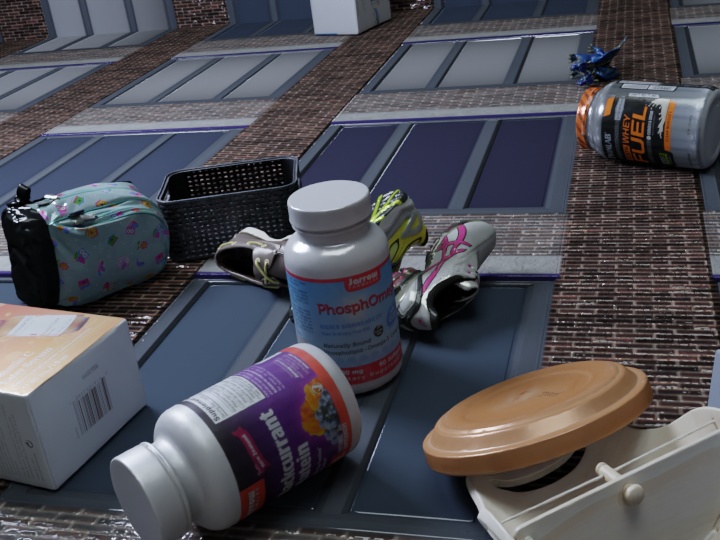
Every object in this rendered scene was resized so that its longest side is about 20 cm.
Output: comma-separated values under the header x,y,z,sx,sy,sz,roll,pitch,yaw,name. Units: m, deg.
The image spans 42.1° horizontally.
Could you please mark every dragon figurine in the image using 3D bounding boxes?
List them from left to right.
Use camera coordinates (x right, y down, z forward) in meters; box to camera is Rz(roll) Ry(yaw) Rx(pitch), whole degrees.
x,y,z,sx,sy,sz,roll,pitch,yaw,name
0.487,-0.418,1.884,0.199,0.059,0.099,-20,28,-23,dragon figurine

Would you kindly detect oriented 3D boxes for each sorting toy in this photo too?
x,y,z,sx,sy,sz,roll,pitch,yaw,name
0.170,0.170,0.715,0.199,0.107,0.180,-21,18,-14,sorting toy

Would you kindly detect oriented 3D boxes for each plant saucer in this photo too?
x,y,z,sx,sy,sz,roll,pitch,yaw,name
0.147,0.119,0.799,0.199,0.033,0.200,-20,4,1,plant saucer

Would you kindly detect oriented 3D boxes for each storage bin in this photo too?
x,y,z,sx,sy,sz,roll,pitch,yaw,name
-0.182,-0.092,1.355,0.199,0.094,0.135,-7,25,0,storage bin

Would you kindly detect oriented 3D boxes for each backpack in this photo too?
x,y,z,sx,sy,sz,roll,pitch,yaw,name
-0.358,-0.037,1.244,0.199,0.168,0.127,-22,48,-34,backpack

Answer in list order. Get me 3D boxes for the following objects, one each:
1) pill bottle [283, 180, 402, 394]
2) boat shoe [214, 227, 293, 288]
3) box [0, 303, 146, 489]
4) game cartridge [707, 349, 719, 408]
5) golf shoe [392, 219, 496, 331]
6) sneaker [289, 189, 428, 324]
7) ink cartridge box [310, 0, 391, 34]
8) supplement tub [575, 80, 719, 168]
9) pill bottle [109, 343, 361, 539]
x,y,z,sx,sy,sz,roll,pitch,yaw,name
-0.019,0.016,0.956,0.108,0.201,0.109,-7,25,3,pill bottle
-0.114,-0.009,1.191,0.059,0.072,0.199,-32,30,-30,boat shoe
-0.348,0.119,0.946,0.199,0.107,0.152,5,28,24,box
0.296,0.147,0.672,0.040,0.134,0.200,-4,26,4,game cartridge
0.110,0.010,1.092,0.092,0.073,0.200,19,45,36,golf shoe
0.000,0.000,1.092,0.200,0.076,0.075,-44,23,2,sneaker
-0.028,-0.761,2.646,0.146,0.145,0.200,6,28,29,ink cartridge box
0.438,-0.223,1.419,0.199,0.123,0.122,11,31,36,supplement tub
-0.106,0.151,0.803,0.199,0.112,0.111,-26,31,-33,pill bottle
